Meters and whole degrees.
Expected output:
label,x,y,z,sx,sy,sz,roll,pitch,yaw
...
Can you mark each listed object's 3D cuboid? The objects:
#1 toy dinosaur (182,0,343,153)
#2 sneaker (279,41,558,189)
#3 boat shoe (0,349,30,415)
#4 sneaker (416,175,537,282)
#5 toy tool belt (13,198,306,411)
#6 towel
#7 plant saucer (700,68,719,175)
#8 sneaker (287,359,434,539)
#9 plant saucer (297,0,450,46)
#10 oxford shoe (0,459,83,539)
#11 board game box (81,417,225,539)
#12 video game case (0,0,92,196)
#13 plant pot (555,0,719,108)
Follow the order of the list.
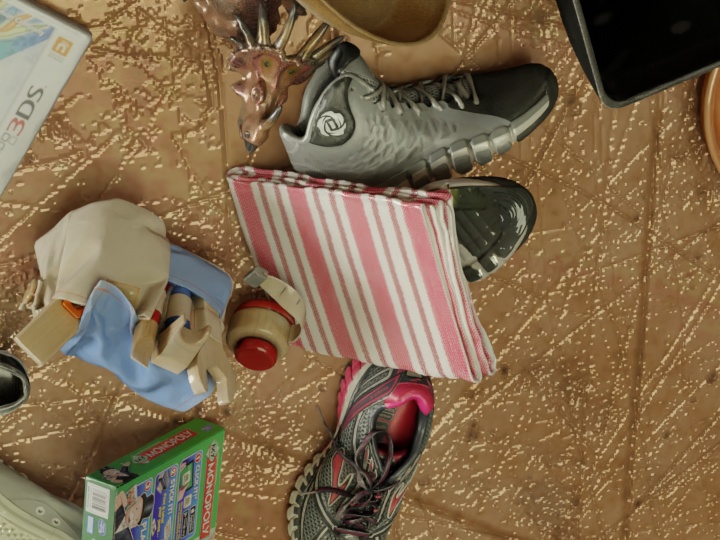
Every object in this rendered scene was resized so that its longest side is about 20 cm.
label,x,y,z,sx,sy,sz,roll,pitch,yaw
toy dinosaur,-0.073,-0.193,1.600,0.086,0.136,0.200,-21,116,-7
sneaker,0.035,-0.120,1.698,0.200,0.075,0.116,-29,115,-2
boat shoe,-0.323,0.071,1.666,0.200,0.071,0.072,-2,87,-18
sneaker,0.059,-0.031,1.695,0.085,0.200,0.075,-37,99,-39
toy tool belt,-0.141,0.048,1.683,0.200,0.123,0.125,28,141,-22
towel,0.000,0.000,1.690,0.030,0.200,0.146,-38,124,-37
plant saucer,0.342,-0.134,1.801,0.200,0.037,0.200,-6,113,-14
sneaker,0.001,0.153,1.804,0.081,0.075,0.200,8,111,-19
plant saucer,-0.019,-0.228,1.588,0.035,0.200,0.200,-30,122,33
oxford shoe,-0.268,0.163,1.744,0.200,0.058,0.075,34,130,-12
board game box,-0.155,0.221,1.767,0.135,0.029,0.200,-27,129,-55
video game case,-0.309,-0.126,1.624,0.200,0.022,0.182,26,103,-24
plant pot,0.199,-0.257,1.628,0.199,0.177,0.200,-23,118,-6
